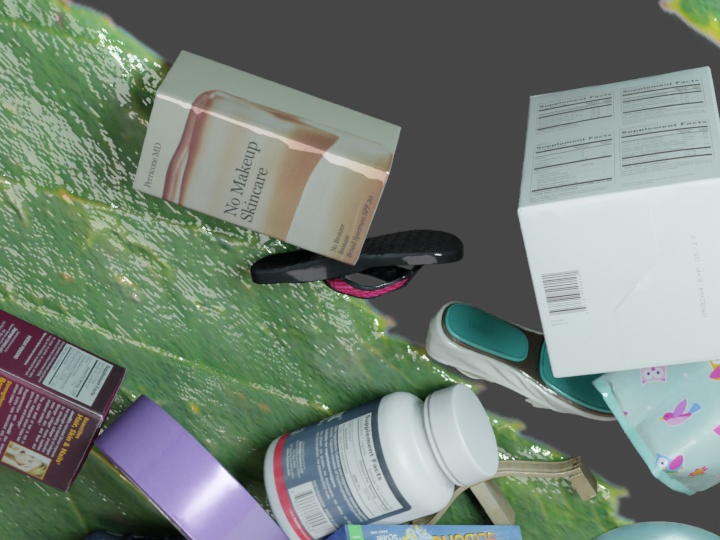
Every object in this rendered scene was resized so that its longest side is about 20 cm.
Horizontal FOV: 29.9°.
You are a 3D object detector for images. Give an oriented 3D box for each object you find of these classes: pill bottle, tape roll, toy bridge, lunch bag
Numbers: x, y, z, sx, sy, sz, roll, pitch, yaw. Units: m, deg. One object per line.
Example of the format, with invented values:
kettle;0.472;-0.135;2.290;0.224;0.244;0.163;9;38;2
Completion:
pill bottle;0.021;0.181;1.263;0.200;0.120;0.120;-23;115;21
tape roll;-0.159;0.209;1.267;0.066;0.200;0.200;-44;111;-14
toy bridge;0.129;0.225;1.326;0.200;0.027;0.067;-25;112;22
lunch bag;0.314;0.109;1.150;0.170;0.122;0.200;-38;148;12

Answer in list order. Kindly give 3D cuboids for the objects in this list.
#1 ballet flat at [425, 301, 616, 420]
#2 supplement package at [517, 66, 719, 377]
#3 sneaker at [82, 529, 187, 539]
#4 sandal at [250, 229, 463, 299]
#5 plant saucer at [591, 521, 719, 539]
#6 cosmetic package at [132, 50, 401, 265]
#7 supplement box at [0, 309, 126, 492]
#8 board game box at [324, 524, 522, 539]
ballet flat;0.148;0.088;1.223;0.200;0.069;0.069;24;122;-11
supplement package;0.212;-0.041;1.048;0.150;0.200;0.152;-8;119;15
sneaker;-0.191;0.295;1.408;0.200;0.070;0.082;19;105;-5
sandal;0.000;0.000;1.183;0.200;0.075;0.045;-8;103;23
plant saucer;0.304;0.339;1.368;0.200;0.027;0.200;4;121;6
cosmetic package;-0.078;-0.094;1.131;0.200;0.087;0.104;18;123;-2
supplement box;-0.343;0.114;1.302;0.200;0.086;0.110;26;121;-6
board game box;0.040;0.283;1.296;0.200;0.035;0.135;6;147;-30
